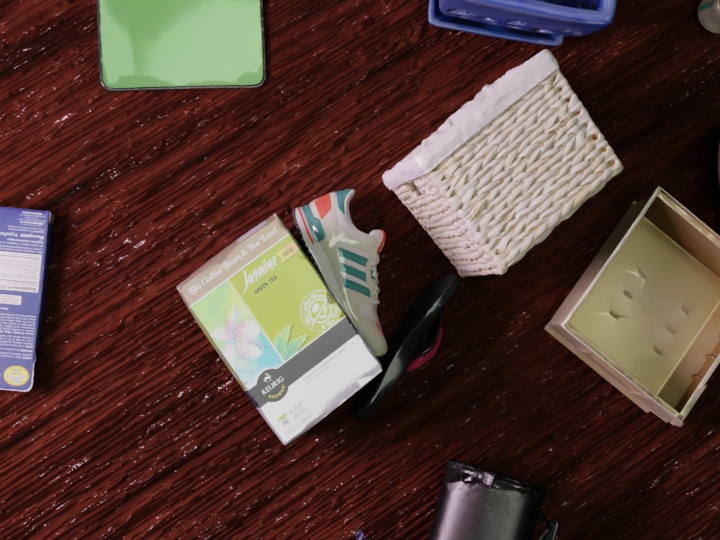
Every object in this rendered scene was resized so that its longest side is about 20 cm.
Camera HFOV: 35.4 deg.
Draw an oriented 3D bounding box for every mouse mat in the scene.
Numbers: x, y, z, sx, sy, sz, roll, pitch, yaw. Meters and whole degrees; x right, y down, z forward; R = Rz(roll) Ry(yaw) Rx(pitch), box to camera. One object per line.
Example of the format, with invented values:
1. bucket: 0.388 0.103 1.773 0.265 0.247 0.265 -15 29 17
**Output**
1. mouse mat: -0.211 -0.294 1.331 0.196 0.008 0.164 -2 86 -9

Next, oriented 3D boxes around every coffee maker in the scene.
1. coffee maker: 0.117 0.319 1.241 0.133 0.191 0.204 10 81 37

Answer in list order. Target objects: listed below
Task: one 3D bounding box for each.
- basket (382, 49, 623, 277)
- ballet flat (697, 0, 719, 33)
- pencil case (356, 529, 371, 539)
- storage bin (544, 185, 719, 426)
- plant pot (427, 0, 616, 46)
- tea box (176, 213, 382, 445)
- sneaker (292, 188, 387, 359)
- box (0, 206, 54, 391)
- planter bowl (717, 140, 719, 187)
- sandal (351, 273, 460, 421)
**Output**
1. basket: 0.157 -0.115 1.273 0.199 0.198 0.162 -40 96 -9
2. ballet flat: 0.519 -0.318 1.399 0.196 0.062 0.069 -2 86 -8
3. pencil case: 0.008 0.403 1.270 0.082 0.085 0.204 17 85 -7
4. storage bin: 0.356 0.048 1.336 0.198 0.094 0.201 38 82 -3
5. plant pot: 0.181 -0.370 1.300 0.196 0.180 0.204 8 85 -7
6. tea box: -0.091 0.064 1.223 0.133 0.200 0.198 -36 91 -8
7. sneaker: 0.000 0.000 1.304 0.092 0.070 0.202 -27 87 -2
8. box: -0.416 0.030 1.268 0.119 0.032 0.204 5 84 -7
9. planter bowl: 0.510 -0.095 1.331 0.196 0.201 0.137 6 112 -7
10. sandal: 0.060 0.093 1.309 0.045 0.075 0.202 33 90 -10
